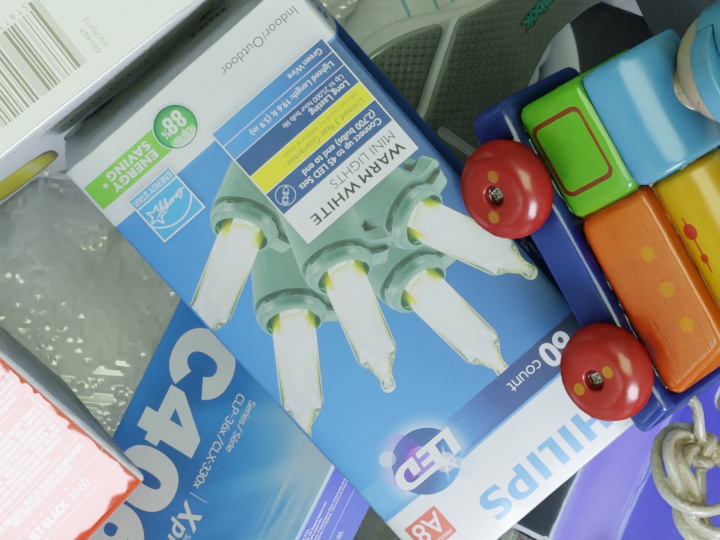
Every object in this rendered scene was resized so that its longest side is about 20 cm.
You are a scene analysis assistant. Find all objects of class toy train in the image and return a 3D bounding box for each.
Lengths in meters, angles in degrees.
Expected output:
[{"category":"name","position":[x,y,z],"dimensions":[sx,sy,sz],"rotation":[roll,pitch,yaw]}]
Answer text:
[{"category":"toy train","position":[0.130,0.011,0.989],"dimensions":[0.116,0.085,0.200],"rotation":[-29,90,43]}]

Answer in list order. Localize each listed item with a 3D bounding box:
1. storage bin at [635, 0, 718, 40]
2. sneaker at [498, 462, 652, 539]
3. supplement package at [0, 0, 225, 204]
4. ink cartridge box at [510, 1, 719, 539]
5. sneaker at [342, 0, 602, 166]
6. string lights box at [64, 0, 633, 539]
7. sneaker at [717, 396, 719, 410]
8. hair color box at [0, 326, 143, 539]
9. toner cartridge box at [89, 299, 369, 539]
[{"category":"storage bin","position":[0.160,-0.140,1.034],"dimensions":[0.134,0.146,0.201],"rotation":[-26,91,-14]},{"category":"sneaker","position":[0.064,0.117,1.156],"dimensions":[0.099,0.075,0.201],"rotation":[10,90,-3]},{"category":"supplement package","position":[-0.148,-0.112,1.080],"dimensions":[0.152,0.200,0.151],"rotation":[-38,92,-1]},{"category":"ink cartridge box","position":[0.082,0.001,1.124],"dimensions":[0.200,0.043,0.199],"rotation":[23,89,29]},{"category":"sneaker","position":[0.034,-0.100,1.111],"dimensions":[0.200,0.080,0.071],"rotation":[-44,132,-13]},{"category":"string lights box","position":[0.000,0.000,1.040],"dimensions":[0.103,0.059,0.200],"rotation":[-41,104,5]},{"category":"sneaker","position":[0.216,0.018,1.167],"dimensions":[0.199,0.067,0.090],"rotation":[6,91,-8]},{"category":"hair color box","position":[-0.181,0.021,1.091],"dimensions":[0.064,0.111,0.200],"rotation":[-46,118,-2]},{"category":"toner cartridge box","position":[-0.039,0.063,1.125],"dimensions":[0.095,0.043,0.201],"rotation":[27,93,29]}]
